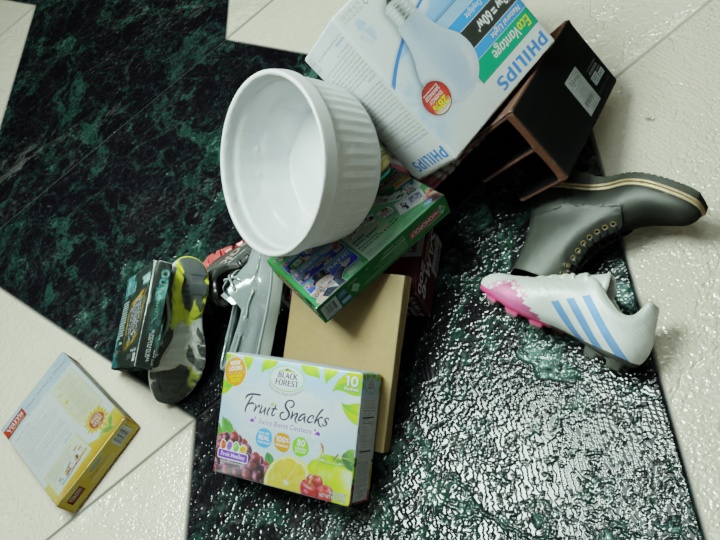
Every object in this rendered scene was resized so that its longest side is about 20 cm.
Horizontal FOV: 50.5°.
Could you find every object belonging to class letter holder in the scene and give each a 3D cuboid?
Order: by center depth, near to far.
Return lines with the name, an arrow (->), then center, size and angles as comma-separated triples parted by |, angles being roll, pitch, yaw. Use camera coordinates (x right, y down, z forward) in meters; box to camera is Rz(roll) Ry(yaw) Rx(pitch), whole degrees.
letter holder -> 0.203, -0.180, 0.934 | 0.141, 0.100, 0.201 | -31, 20, 52

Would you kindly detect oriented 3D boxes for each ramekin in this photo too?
ramekin -> -0.066, -0.121, 0.871 | 0.197, 0.103, 0.206 | 8, 101, 47

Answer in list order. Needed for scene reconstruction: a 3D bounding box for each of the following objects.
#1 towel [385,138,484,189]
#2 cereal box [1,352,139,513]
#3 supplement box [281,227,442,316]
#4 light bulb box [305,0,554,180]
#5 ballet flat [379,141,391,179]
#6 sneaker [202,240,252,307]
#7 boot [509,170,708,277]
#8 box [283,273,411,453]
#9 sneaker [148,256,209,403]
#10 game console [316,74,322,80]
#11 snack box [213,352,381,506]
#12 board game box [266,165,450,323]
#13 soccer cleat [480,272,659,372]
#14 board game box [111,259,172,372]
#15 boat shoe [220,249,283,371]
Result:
towel -> 0.067, -0.141, 1.021 | 0.200, 0.030, 0.145 | -46, 39, -17
cereal box -> -0.418, 0.225, 1.093 | 0.198, 0.040, 0.145 | 30, 78, 39
supplement box -> 0.000, 0.000, 0.986 | 0.195, 0.061, 0.111 | -3, 59, 26
light bulb box -> 0.078, -0.253, 0.881 | 0.199, 0.200, 0.125 | -49, 10, -15
ballet flat -> -0.020, -0.144, 0.974 | 0.071, 0.070, 0.199 | -52, 19, -9
sneaker -> -0.139, -0.019, 1.057 | 0.199, 0.071, 0.098 | -36, 31, 7
boot -> 0.272, -0.032, 0.855 | 0.197, 0.077, 0.141 | 9, 69, 47
box -> -0.024, 0.101, 0.915 | 0.160, 0.021, 0.206 | 5, 85, 32
sneaker -> -0.248, 0.080, 1.056 | 0.084, 0.073, 0.205 | -160, 82, -70
game console -> -0.047, -0.231, 1.028 | 0.201, 0.030, 0.180 | -105, 35, -69
snack box -> -0.076, 0.179, 0.892 | 0.196, 0.053, 0.146 | 3, 84, 31
board game box -> -0.005, -0.041, 0.918 | 0.199, 0.029, 0.134 | -41, 39, -10
soccer cleat -> 0.226, 0.032, 0.827 | 0.198, 0.069, 0.088 | 28, 98, 31
board game box -> -0.301, 0.068, 1.044 | 0.199, 0.028, 0.139 | -16, 63, 63
boat shoe -> -0.144, 0.037, 0.983 | 0.070, 0.070, 0.207 | -164, 82, -68
